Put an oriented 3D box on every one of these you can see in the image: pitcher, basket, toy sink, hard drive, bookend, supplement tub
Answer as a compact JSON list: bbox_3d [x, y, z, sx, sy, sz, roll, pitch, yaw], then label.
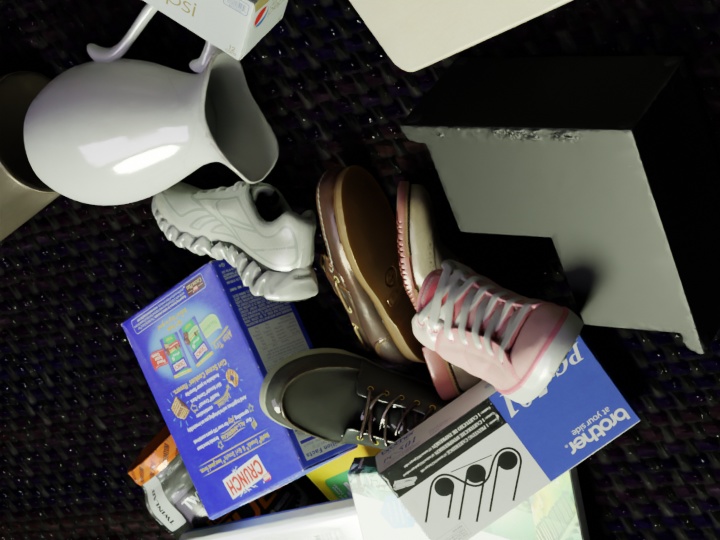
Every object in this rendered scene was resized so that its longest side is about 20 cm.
[{"bbox_3d":[-0.183,-0.144,1.676,0.199,0.121,0.173,-6,103,29],"label":"pitcher"},{"bbox_3d":[-0.351,-0.097,1.827,0.199,0.137,0.180,-21,131,42],"label":"basket"},{"bbox_3d":[0.087,-0.240,1.357,0.199,0.112,0.131,-22,112,42],"label":"toy sink"},{"bbox_3d":[-0.056,0.284,1.879,0.199,0.025,0.133,-14,112,22],"label":"hard drive"},{"bbox_3d":[0.162,-0.051,1.492,0.198,0.092,0.201,4,130,38],"label":"bookend"},{"bbox_3d":[-0.123,0.230,1.961,0.200,0.123,0.122,44,141,-7],"label":"supplement tub"}]

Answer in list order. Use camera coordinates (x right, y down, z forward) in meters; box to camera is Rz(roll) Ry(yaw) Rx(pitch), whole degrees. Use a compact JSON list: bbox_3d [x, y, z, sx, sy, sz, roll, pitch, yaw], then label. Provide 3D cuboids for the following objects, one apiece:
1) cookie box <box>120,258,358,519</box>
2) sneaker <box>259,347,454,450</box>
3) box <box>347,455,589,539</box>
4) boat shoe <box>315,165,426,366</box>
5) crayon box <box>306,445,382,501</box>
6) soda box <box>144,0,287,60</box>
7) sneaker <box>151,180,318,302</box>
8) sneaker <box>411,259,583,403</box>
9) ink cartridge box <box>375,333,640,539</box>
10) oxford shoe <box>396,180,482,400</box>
[{"bbox_3d":[-0.111,0.102,1.814,0.171,0.075,0.201,-31,81,50],"label":"cookie box"},{"bbox_3d":[0.019,0.118,1.696,0.106,0.199,0.075,25,103,57],"label":"sneaker"},{"bbox_3d":[0.099,0.225,1.775,0.199,0.036,0.145,-7,114,14],"label":"box"},{"bbox_3d":[0.000,0.000,1.685,0.070,0.070,0.201,3,128,35],"label":"boat shoe"},{"bbox_3d":[0.026,0.189,1.853,0.200,0.058,0.119,49,141,-11],"label":"crayon box"},{"bbox_3d":[-0.151,-0.251,1.569,0.199,0.068,0.064,33,140,9],"label":"soda box"},{"bbox_3d":[-0.103,-0.045,1.719,0.199,0.075,0.082,28,119,40],"label":"sneaker"},{"bbox_3d":[0.094,0.043,1.537,0.104,0.076,0.200,34,173,-8],"label":"sneaker"},{"bbox_3d":[0.119,0.137,1.647,0.199,0.044,0.094,-35,106,7],"label":"ink cartridge box"},{"bbox_3d":[0.077,0.011,1.655,0.074,0.071,0.201,-11,121,12],"label":"oxford shoe"}]
